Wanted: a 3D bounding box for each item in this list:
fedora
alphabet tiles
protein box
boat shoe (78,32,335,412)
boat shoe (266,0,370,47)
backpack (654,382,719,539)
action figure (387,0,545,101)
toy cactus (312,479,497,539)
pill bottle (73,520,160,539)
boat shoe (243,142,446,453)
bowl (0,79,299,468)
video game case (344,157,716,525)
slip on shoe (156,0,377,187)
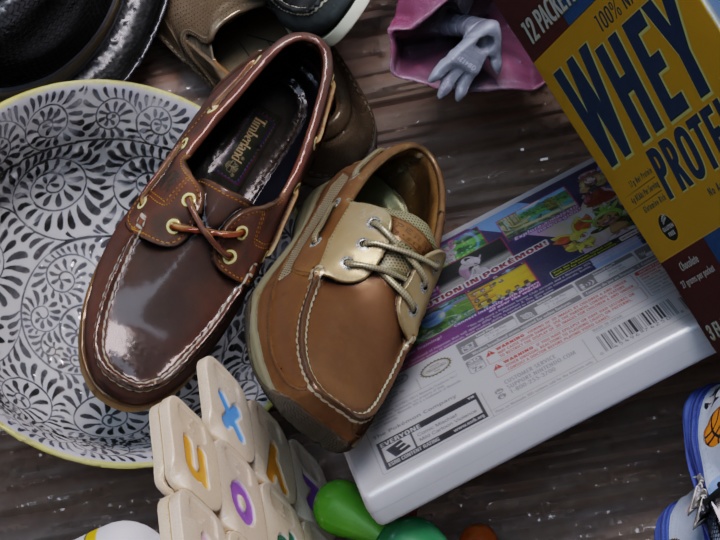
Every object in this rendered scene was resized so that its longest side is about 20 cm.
[{"bbox_3d":[-0.186,-0.173,0.981,0.200,0.092,0.201,1,82,-7],"label":"fedora"},{"bbox_3d":[-0.035,0.141,0.848,0.015,0.200,0.196,-25,47,14],"label":"alphabet tiles"},{"bbox_3d":[0.199,-0.108,0.796,0.200,0.135,0.199,-30,85,-21],"label":"protein box"},{"bbox_3d":[-0.071,-0.029,0.902,0.070,0.070,0.200,28,67,-9],"label":"boat shoe"},{"bbox_3d":[-0.040,-0.178,0.982,0.075,0.066,0.200,-49,28,20],"label":"boat shoe"},{"bbox_3d":[0.222,0.116,0.828,0.154,0.200,0.191,-36,36,35],"label":"backpack"},{"bbox_3d":[0.053,-0.167,0.967,0.134,0.149,0.200,8,32,-14],"label":"action figure"},{"bbox_3d":[0.062,0.161,0.856,0.102,0.165,0.200,-23,73,-26],"label":"toy cactus"},{"bbox_3d":[-0.134,0.189,0.902,0.200,0.112,0.113,-26,68,1],"label":"pill bottle"},{"bbox_3d":[0.000,0.000,0.890,0.076,0.200,0.074,36,121,-17],"label":"boat shoe"},{"bbox_3d":[-0.131,0.014,0.958,0.200,0.094,0.201,7,68,-17],"label":"bowl"},{"bbox_3d":[0.073,0.023,0.913,0.200,0.023,0.182,-28,28,1],"label":"video game case"},{"bbox_3d":[-0.065,-0.130,1.028,0.076,0.061,0.200,-36,69,-3],"label":"slip on shoe"}]
